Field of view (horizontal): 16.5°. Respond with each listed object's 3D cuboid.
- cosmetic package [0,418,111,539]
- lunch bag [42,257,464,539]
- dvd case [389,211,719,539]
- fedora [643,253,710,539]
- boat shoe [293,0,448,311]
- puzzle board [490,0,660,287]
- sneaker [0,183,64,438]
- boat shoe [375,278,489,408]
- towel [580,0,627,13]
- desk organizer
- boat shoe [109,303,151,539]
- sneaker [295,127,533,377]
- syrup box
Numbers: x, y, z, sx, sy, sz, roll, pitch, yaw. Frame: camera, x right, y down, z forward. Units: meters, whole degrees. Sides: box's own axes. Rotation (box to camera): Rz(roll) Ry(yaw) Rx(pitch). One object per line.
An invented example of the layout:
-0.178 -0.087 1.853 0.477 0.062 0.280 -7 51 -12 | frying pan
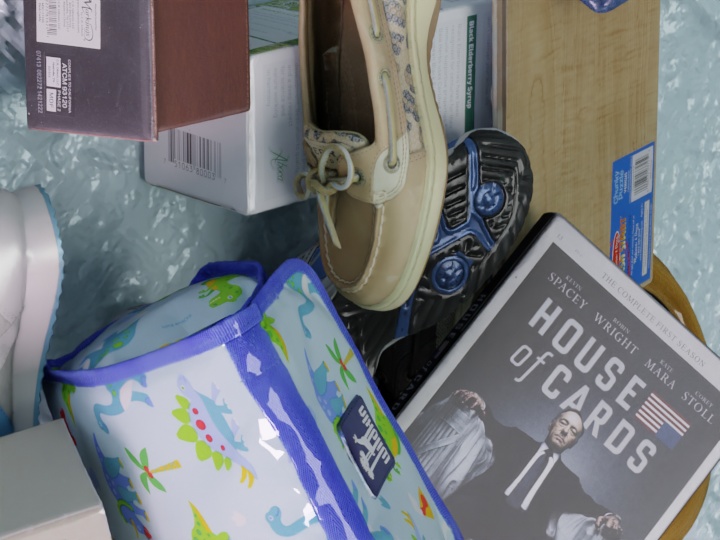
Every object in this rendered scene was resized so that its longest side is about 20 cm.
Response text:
-0.200 0.149 1.048 0.200 0.087 0.103 -16 118 -12 | cosmetic package
-0.042 0.089 1.078 0.127 0.200 0.170 -31 99 -14 | lunch bag
0.088 0.094 1.238 0.150 0.025 0.200 41 81 -13 | dvd case
0.119 0.075 1.392 0.200 0.082 0.201 13 73 -46 | fedora
-0.005 -0.081 1.124 0.063 0.073 0.200 -3 95 -39 | boat shoe
0.110 -0.064 1.290 0.151 0.017 0.200 -28 124 -48 | puzzle board
-0.185 0.056 1.106 0.081 0.077 0.200 1 109 -22 | sneaker
0.023 0.025 1.311 0.065 0.073 0.200 2 112 -20 | boat shoe
0.139 -0.210 1.281 0.200 0.112 0.049 -43 171 -50 | towel
-0.098 -0.163 1.088 0.077 0.072 0.200 -19 113 -55 | desk organizer
-0.103 0.116 1.194 0.069 0.057 0.200 7 90 -48 | boat shoe
0.000 0.000 1.223 0.200 0.077 0.076 -43 122 6 | sneaker
-0.006 -0.092 1.222 0.200 0.079 0.082 -17 115 -42 | syrup box
